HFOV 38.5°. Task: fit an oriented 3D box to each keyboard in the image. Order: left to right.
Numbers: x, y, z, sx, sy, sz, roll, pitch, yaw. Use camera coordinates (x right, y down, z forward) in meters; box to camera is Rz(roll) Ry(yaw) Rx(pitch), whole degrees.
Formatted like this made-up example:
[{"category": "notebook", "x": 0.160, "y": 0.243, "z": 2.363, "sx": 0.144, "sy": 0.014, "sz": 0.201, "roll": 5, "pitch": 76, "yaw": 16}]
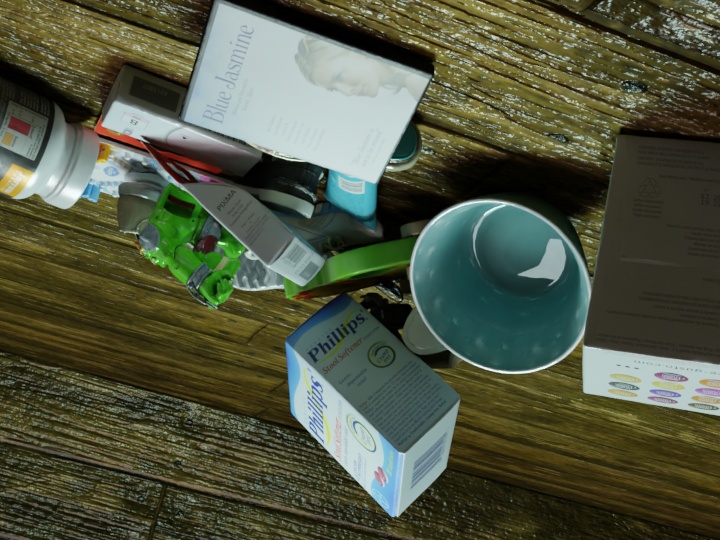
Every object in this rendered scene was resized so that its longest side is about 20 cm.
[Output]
[{"category": "keyboard", "x": 0.057, "y": 0.018, "z": 1.443, "sx": 0.198, "sy": 0.040, "sz": 0.103, "roll": 25, "pitch": 159, "yaw": -31}]

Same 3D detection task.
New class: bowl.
[{"category": "bowl", "x": 0.161, "y": -0.004, "z": 1.104, "sx": 0.197, "sy": 0.105, "sz": 0.204, "roll": 13, "pitch": 122, "yaw": 21}]

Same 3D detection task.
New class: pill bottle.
[{"category": "pill bottle", "x": -0.391, "y": -0.148, "z": 1.111, "sx": 0.198, "sy": 0.118, "sz": 0.115, "roll": 25, "pitch": 159, "yaw": -34}]

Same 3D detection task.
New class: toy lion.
[{"category": "toy lion", "x": 0.000, "y": 0.000, "z": 1.242, "sx": 0.188, "sy": 0.070, "sz": 0.200, "roll": -10, "pitch": 173, "yaw": -4}]

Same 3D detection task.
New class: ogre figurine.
[{"category": "ogre figurine", "x": -0.193, "y": -0.037, "z": 1.199, "sx": 0.119, "sy": 0.202, "sz": 0.098, "roll": 33, "pitch": 130, "yaw": -14}]

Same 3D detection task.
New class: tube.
[{"category": "tube", "x": -0.009, "y": -0.092, "z": 1.129, "sx": 0.077, "sy": 0.051, "sz": 0.200, "roll": 40, "pitch": 167, "yaw": 8}]

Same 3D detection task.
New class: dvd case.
[{"category": "dvd case", "x": -0.050, "y": -0.157, "z": 0.907, "sx": 0.197, "sy": 0.018, "sz": 0.143, "roll": 17, "pitch": 138, "yaw": -12}]

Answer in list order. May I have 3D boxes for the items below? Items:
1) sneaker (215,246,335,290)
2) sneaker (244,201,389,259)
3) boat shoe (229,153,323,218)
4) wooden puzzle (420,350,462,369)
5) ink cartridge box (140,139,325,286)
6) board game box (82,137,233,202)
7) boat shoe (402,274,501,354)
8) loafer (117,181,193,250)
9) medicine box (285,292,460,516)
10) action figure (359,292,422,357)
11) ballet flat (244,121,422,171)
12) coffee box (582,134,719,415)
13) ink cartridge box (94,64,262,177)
[{"category": "sneaker", "x": -0.119, "y": -0.009, "z": 1.415, "sx": 0.196, "sy": 0.076, "sz": 0.082, "roll": 13, "pitch": -171, "yaw": 7}, {"category": "sneaker", "x": -0.058, "y": -0.036, "z": 1.275, "sx": 0.197, "sy": 0.088, "sz": 0.075, "roll": 2, "pitch": 158, "yaw": 26}, {"category": "boat shoe", "x": -0.090, "y": -0.099, "z": 1.136, "sx": 0.075, "sy": 0.061, "sz": 0.199, "roll": 22, "pitch": 178, "yaw": -28}, {"category": "wooden puzzle", "x": 0.147, "y": 0.059, "z": 1.313, "sx": 0.047, "sy": 0.184, "sz": 0.200, "roll": 53, "pitch": 164, "yaw": 0}, {"category": "ink cartridge box", "x": -0.134, "y": -0.073, "z": 1.120, "sx": 0.200, "sy": 0.047, "sz": 0.160, "roll": 44, "pitch": -178, "yaw": 12}, {"category": "board game box", "x": -0.267, "y": -0.102, "z": 1.311, "sx": 0.197, "sy": 0.026, "sz": 0.200, "roll": 18, "pitch": 163, "yaw": -15}, {"category": "boat shoe", "x": 0.130, "y": 0.030, "z": 1.206, "sx": 0.072, "sy": 0.201, "sz": 0.060, "roll": 51, "pitch": 170, "yaw": 3}, {"category": "loafer", "x": -0.257, "y": -0.044, "z": 1.318, "sx": 0.074, "sy": 0.071, "sz": 0.200, "roll": 6, "pitch": 162, "yaw": 23}, {"category": "medicine box", "x": 0.011, "y": 0.162, "z": 1.237, "sx": 0.199, "sy": 0.103, "sz": 0.184, "roll": 41, "pitch": 153, "yaw": 24}, {"category": "action figure", "x": 0.035, "y": 0.087, "z": 1.328, "sx": 0.068, "sy": 0.132, "sz": 0.200, "roll": -19, "pitch": 173, "yaw": -13}, {"category": "ballet flat", "x": -0.038, "y": -0.135, "z": 0.998, "sx": 0.196, "sy": 0.071, "sz": 0.070, "roll": 14, "pitch": 163, "yaw": -7}, {"category": "coffee box", "x": 0.319, "y": 0.014, "z": 0.962, "sx": 0.196, "sy": 0.204, "sz": 0.198, "roll": 8, "pitch": 163, "yaw": 14}, {"category": "ink cartridge box", "x": -0.204, "y": -0.140, "z": 1.120, "sx": 0.160, "sy": 0.058, "sz": 0.200, "roll": 19, "pitch": 157, "yaw": -19}]
